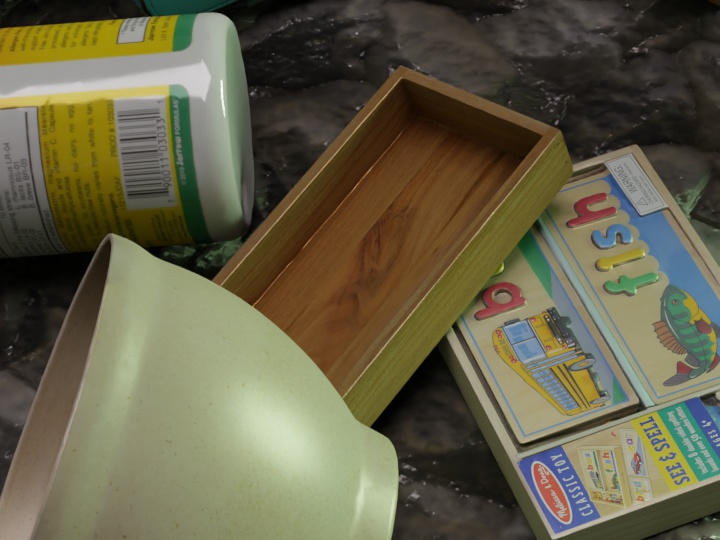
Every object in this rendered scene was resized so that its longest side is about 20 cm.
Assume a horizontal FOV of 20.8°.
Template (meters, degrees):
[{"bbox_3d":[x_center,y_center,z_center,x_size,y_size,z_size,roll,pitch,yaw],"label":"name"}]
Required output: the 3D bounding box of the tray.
[{"bbox_3d":[0.000,0.000,0.904,0.099,0.037,0.200,26,65,34],"label":"tray"}]

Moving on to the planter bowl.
[{"bbox_3d":[-0.067,0.102,0.762,0.135,0.200,0.200,20,48,-12],"label":"planter bowl"}]

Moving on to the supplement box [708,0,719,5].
[{"bbox_3d":[0.154,-0.252,1.084,0.200,0.074,0.126,40,90,33],"label":"supplement box"}]

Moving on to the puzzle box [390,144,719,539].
[{"bbox_3d":[0.107,0.032,0.895,0.133,0.025,0.200,-19,49,-9],"label":"puzzle box"}]

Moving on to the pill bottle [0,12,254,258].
[{"bbox_3d":[-0.157,-0.063,0.955,0.200,0.113,0.113,-5,48,3],"label":"pill bottle"}]

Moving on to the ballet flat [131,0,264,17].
[{"bbox_3d":[-0.035,-0.190,1.089,0.200,0.074,0.074,-14,48,-10],"label":"ballet flat"}]
